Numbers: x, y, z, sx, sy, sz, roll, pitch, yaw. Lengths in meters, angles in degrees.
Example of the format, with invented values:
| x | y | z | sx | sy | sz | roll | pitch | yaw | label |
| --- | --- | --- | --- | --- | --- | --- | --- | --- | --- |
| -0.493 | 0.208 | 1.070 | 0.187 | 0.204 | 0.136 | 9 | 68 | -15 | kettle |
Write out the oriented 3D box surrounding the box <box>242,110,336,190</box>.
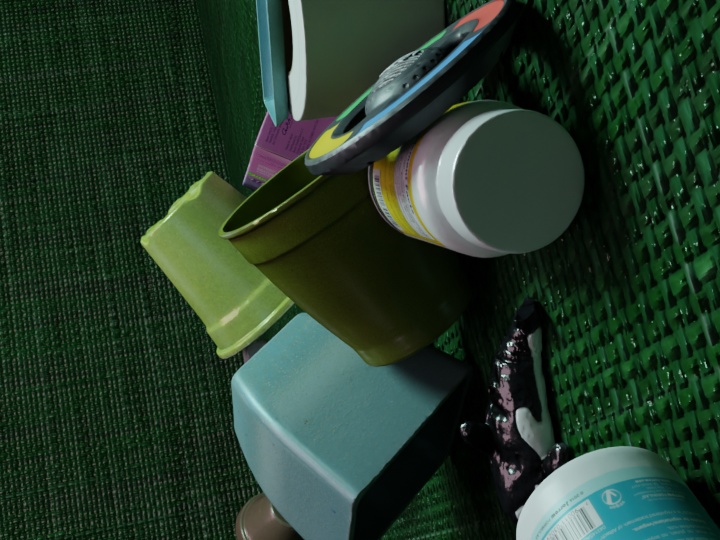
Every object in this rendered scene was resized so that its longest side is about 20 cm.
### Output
| x | y | z | sx | sy | sz | roll | pitch | yaw | label |
| --- | --- | --- | --- | --- | --- | --- | --- | --- | --- |
| -0.066 | -0.189 | 1.192 | 0.200 | 0.096 | 0.176 | 140 | 150 | -77 | box |

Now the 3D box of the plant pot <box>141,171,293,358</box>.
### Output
| x | y | z | sx | sy | sz | roll | pitch | yaw | label |
| --- | --- | --- | --- | --- | --- | --- | --- | --- | --- |
| -0.177 | -0.021 | 1.255 | 0.184 | 0.200 | 0.200 | 46 | 174 | -12 | plant pot |

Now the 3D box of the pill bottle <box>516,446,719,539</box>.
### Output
| x | y | z | sx | sy | sz | roll | pitch | yaw | label |
| --- | --- | --- | --- | --- | --- | --- | --- | --- | --- |
| 0.170 | 0.199 | 0.519 | 0.200 | 0.110 | 0.111 | -115 | 20 | -53 | pill bottle |

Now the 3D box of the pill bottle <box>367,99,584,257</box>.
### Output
| x | y | z | sx | sy | sz | roll | pitch | yaw | label |
| --- | --- | --- | --- | --- | --- | --- | --- | --- | --- |
| 0.082 | -0.070 | 0.722 | 0.200 | 0.114 | 0.115 | -151 | 53 | -74 | pill bottle |

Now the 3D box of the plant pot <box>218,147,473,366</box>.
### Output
| x | y | z | sx | sy | sz | roll | pitch | yaw | label |
| --- | --- | --- | --- | --- | --- | --- | --- | --- | --- |
| 0.003 | -0.020 | 0.908 | 0.193 | 0.200 | 0.200 | 53 | 174 | -14 | plant pot |

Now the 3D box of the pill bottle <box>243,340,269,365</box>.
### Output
| x | y | z | sx | sy | sz | roll | pitch | yaw | label |
| --- | --- | --- | --- | --- | --- | --- | --- | --- | --- |
| -0.051 | 0.129 | 1.282 | 0.114 | 0.199 | 0.115 | 171 | 90 | -78 | pill bottle |

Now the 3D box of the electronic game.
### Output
| x | y | z | sx | sy | sz | roll | pitch | yaw | label |
| --- | --- | --- | --- | --- | --- | --- | --- | --- | --- |
| 0.037 | -0.141 | 0.733 | 0.042 | 0.200 | 0.200 | 50 | 174 | -14 | electronic game |

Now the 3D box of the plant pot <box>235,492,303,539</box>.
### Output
| x | y | z | sx | sy | sz | roll | pitch | yaw | label |
| --- | --- | --- | --- | --- | --- | --- | --- | --- | --- |
| -0.212 | 0.655 | 2.534 | 0.175 | 0.200 | 0.201 | -58 | 39 | 46 | plant pot |

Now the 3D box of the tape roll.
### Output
| x | y | z | sx | sy | sz | roll | pitch | yaw | label |
| --- | --- | --- | --- | --- | --- | --- | --- | --- | --- |
| -0.012 | -0.257 | 0.960 | 0.203 | 0.139 | 0.203 | 170 | 90 | -78 | tape roll |

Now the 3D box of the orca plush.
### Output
| x | y | z | sx | sy | sz | roll | pitch | yaw | label |
| --- | --- | --- | --- | --- | --- | --- | --- | --- | --- |
| 0.120 | 0.127 | 0.790 | 0.105 | 0.071 | 0.201 | -120 | 24 | -59 | orca plush |

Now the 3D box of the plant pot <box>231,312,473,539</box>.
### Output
| x | y | z | sx | sy | sz | roll | pitch | yaw | label |
| --- | --- | --- | --- | --- | --- | --- | --- | --- | --- |
| -0.027 | 0.159 | 1.018 | 0.200 | 0.196 | 0.197 | 34 | 146 | 21 | plant pot |

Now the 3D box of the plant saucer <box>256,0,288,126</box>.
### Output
| x | y | z | sx | sy | sz | roll | pitch | yaw | label |
| --- | --- | --- | --- | --- | --- | --- | --- | --- | --- |
| -0.090 | -0.249 | 0.959 | 0.070 | 0.019 | 0.201 | -116 | 21 | -54 | plant saucer |
